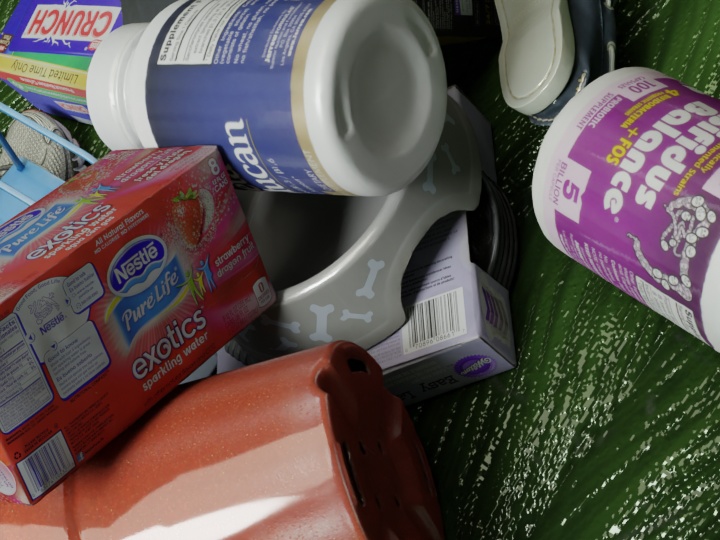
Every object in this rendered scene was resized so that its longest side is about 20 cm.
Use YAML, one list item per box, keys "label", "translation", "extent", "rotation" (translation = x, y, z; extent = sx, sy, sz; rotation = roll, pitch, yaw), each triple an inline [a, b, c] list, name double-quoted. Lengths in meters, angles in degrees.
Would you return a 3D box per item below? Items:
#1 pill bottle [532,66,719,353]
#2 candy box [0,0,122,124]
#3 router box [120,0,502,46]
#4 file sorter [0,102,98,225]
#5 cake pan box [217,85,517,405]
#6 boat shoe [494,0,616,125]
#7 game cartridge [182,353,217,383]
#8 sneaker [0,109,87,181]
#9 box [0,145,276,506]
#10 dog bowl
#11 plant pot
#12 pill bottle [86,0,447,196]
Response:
- label: "pill bottle"
  translation: [0.188, -0.020, 0.809]
  extent: [0.113, 0.112, 0.200]
  rotation: [-53, 45, -1]
- label: "candy box"
  translation: [-0.179, -0.214, 1.243]
  extent: [0.169, 0.077, 0.201]
  rotation: [16, 76, 42]
- label: "router box"
  translation: [-0.031, -0.166, 1.039]
  extent: [0.199, 0.157, 0.053]
  rotation: [-1, 96, 38]
- label: "file sorter"
  translation: [-0.252, 0.004, 1.058]
  extent: [0.138, 0.123, 0.200]
  rotation: [29, 71, 21]
- label: "cake pan box"
  translation: [0.000, 0.000, 0.989]
  extent: [0.199, 0.052, 0.185]
  rotation: [-23, 53, 26]
- label: "boat shoe"
  translation: [0.127, -0.164, 0.979]
  extent: [0.075, 0.062, 0.201]
  rotation: [-37, 36, 36]
- label: "game cartridge"
  translation: [-0.171, 0.072, 1.018]
  extent: [0.040, 0.133, 0.201]
  rotation: [23, 78, 49]
- label: "sneaker"
  translation: [-0.257, -0.039, 1.192]
  extent: [0.077, 0.082, 0.201]
  rotation: [-19, 53, 28]
- label: "box"
  translation: [-0.150, 0.022, 0.842]
  extent: [0.095, 0.100, 0.200]
  rotation: [3, 32, 41]
- label: "dog bowl"
  translation: [-0.026, -0.045, 0.962]
  extent: [0.199, 0.059, 0.201]
  rotation: [-18, 54, 27]
- label: "plant pot"
  translation: [-0.070, 0.138, 0.869]
  extent: [0.194, 0.201, 0.202]
  rotation: [-22, 52, 17]
- label: "pill bottle"
  translation: [-0.060, -0.101, 0.904]
  extent: [0.199, 0.111, 0.112]
  rotation: [5, 67, 40]
